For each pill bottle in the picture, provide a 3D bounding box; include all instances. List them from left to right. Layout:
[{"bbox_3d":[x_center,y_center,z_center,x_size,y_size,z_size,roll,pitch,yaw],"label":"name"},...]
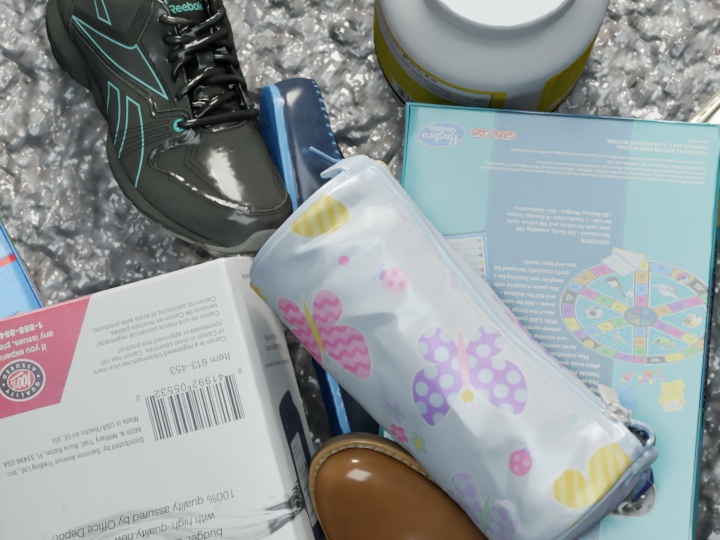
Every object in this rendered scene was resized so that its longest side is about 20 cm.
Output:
[{"bbox_3d":[0.062,-0.132,1.411,0.111,0.200,0.112,0,83,-1],"label":"pill bottle"}]

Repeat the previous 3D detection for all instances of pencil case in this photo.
[{"bbox_3d":[0.041,0.042,1.332,0.200,0.091,0.083,45,49,11],"label":"pencil case"}]

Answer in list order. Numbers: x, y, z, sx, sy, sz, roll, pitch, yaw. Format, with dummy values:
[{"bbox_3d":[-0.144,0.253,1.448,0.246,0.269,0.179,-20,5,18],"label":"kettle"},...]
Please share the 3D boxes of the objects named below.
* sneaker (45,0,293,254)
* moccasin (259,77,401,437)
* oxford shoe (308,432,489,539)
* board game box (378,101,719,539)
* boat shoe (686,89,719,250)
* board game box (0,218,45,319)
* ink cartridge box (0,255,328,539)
[{"bbox_3d":[-0.091,-0.091,1.427,0.075,0.079,0.200,-12,52,-36],"label":"sneaker"},{"bbox_3d":[0.000,0.000,1.464,0.068,0.080,0.200,-15,97,-7],"label":"moccasin"},{"bbox_3d":[0.038,0.163,1.354,0.071,0.071,0.200,-28,102,21],"label":"oxford shoe"},{"bbox_3d":[0.089,0.027,1.396,0.151,0.047,0.200,5,86,9],"label":"board game box"},{"bbox_3d":[0.130,-0.020,1.462,0.200,0.071,0.063,-35,73,0],"label":"boat shoe"},{"bbox_3d":[-0.208,0.078,1.463,0.151,0.037,0.200,-27,83,-4],"label":"board game box"},{"bbox_3d":[-0.094,0.107,1.388,0.145,0.084,0.200,-15,88,10],"label":"ink cartridge box"}]
